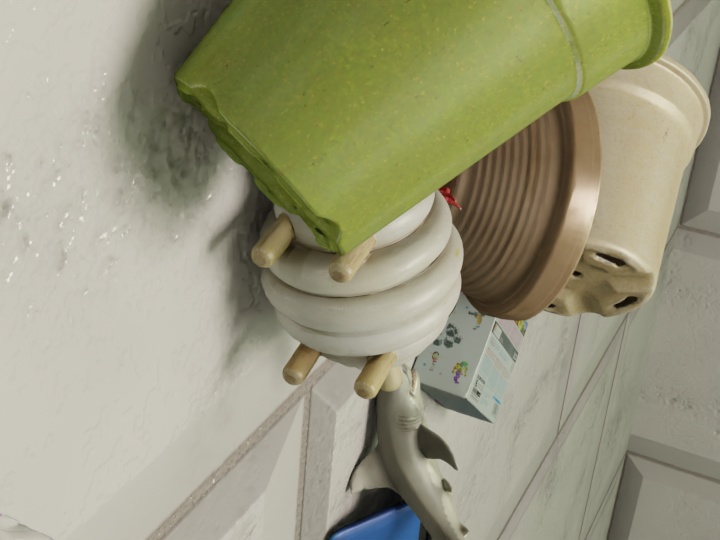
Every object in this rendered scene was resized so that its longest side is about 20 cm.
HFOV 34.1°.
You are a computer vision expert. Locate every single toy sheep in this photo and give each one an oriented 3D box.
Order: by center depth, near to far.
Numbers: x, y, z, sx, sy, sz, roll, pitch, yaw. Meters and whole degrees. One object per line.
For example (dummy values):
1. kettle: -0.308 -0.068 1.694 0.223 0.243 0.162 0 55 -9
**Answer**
1. toy sheep: 0.000 0.000 0.722 0.138 0.138 0.200 -54 148 -43

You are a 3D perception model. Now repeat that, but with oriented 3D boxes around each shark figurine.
1. shark figurine: 0.041 0.190 1.011 0.128 0.089 0.215 105 -34 -67

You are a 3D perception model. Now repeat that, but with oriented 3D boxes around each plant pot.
1. plant pot: 0.015 -0.114 0.585 0.190 0.200 0.200 -44 154 -6
2. plant pot: 0.097 -0.065 0.920 0.201 0.093 0.201 -170 -90 -72
3. plant pot: 0.196 -0.068 1.025 0.200 0.200 0.184 71 28 -57

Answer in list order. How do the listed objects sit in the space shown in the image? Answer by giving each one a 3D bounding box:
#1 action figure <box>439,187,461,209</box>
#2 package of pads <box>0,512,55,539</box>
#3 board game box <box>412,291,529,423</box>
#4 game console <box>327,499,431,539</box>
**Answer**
1. action figure: 0.021 -0.103 0.749 0.200 0.099 0.065 54 56 -68
2. package of pads: -0.192 0.159 0.427 0.200 0.068 0.155 38 70 -69
3. board game box: 0.126 0.040 1.176 0.200 0.064 0.148 -68 160 -11
4. game console: 0.011 0.274 1.119 0.171 0.118 0.200 -102 -164 -61
